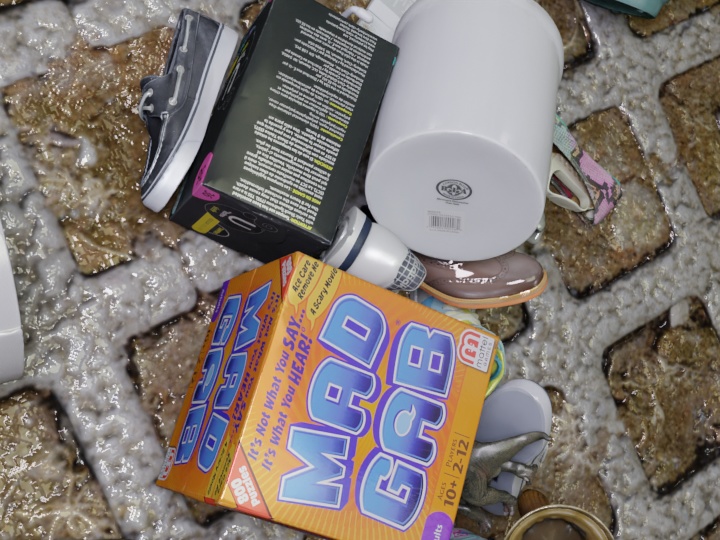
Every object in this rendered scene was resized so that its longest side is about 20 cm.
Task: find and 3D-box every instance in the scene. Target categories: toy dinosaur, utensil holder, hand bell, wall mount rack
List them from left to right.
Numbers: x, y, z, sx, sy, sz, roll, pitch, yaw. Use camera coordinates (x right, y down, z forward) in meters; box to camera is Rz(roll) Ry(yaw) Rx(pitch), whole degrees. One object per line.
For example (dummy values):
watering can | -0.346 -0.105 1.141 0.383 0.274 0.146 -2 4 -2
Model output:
wall mount rack | 0.073 -0.257 1.015 0.173 0.074 0.201 37 69 -19
toy dinosaur | 0.097 0.190 0.886 0.102 0.200 0.078 24 64 -21
utensil holder | 0.096 -0.135 0.873 0.169 0.170 0.201 30 47 -19
hand bell | 0.172 0.246 0.911 0.103 0.200 0.105 0 93 2

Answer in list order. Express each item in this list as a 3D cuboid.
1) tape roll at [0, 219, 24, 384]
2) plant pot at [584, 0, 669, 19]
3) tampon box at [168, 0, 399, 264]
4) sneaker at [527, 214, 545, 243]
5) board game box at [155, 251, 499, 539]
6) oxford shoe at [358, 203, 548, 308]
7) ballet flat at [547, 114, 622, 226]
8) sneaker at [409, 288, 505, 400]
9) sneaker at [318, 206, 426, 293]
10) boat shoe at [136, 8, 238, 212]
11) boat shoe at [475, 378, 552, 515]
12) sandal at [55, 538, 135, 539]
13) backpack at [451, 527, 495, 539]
tape roll | -0.341 0.000 0.703 0.138 0.202 0.205 -14 88 -28
plant pot | 0.306 -0.371 1.097 0.199 0.200 0.135 14 104 -24
tampon box | -0.073 -0.124 0.877 0.125 0.150 0.202 24 72 -16
sneaker | 0.112 -0.065 0.989 0.198 0.076 0.093 -4 57 -26
board game box | -0.033 0.125 0.836 0.199 0.200 0.202 23 73 -21
oxford shoe | 0.083 -0.017 0.922 0.198 0.073 0.072 11 44 17
ballet flat | 0.215 -0.123 1.071 0.200 0.069 0.071 41 69 -20
sneaker | 0.103 0.052 0.952 0.079 0.130 0.202 15 75 -23
sneaker | 0.000 0.000 0.871 0.080 0.200 0.077 26 84 -7
boat shoe | -0.174 -0.152 0.880 0.067 0.072 0.202 25 70 -23
boat shoe | 0.151 0.162 0.943 0.073 0.201 0.065 34 52 18
sandal | -0.235 0.265 0.802 0.198 0.054 0.081 7 73 -10
backpack | 0.074 0.337 0.898 0.200 0.126 0.167 -49 117 -26
